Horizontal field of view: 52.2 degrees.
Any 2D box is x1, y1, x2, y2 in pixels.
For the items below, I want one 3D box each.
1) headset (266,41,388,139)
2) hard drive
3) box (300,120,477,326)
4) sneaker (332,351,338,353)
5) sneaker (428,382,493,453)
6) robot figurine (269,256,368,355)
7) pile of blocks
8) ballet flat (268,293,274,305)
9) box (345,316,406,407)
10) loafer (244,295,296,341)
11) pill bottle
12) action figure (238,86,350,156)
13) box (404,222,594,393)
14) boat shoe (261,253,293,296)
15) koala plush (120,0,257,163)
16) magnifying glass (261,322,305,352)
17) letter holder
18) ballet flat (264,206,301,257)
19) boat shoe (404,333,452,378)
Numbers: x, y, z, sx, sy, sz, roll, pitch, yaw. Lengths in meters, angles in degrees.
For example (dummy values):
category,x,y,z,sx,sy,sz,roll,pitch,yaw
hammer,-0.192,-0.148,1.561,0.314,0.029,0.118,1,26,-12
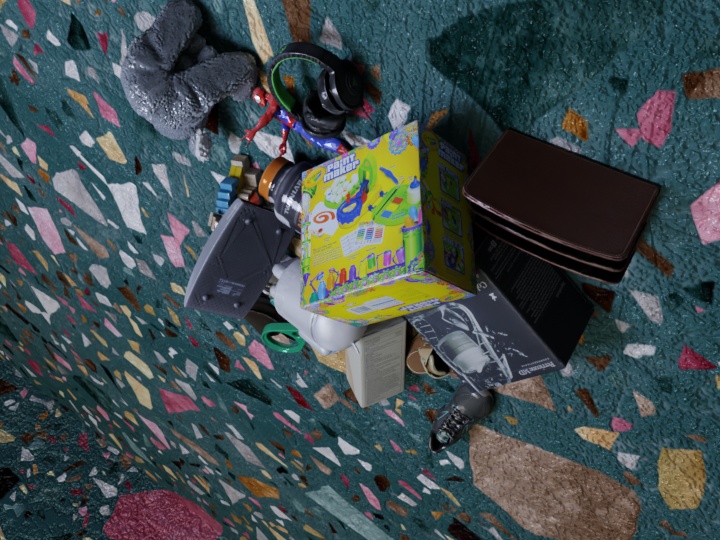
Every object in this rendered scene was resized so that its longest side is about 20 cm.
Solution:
category,x,y,z,sx,sy,sz,roll,pitch,yaw
headset,-0.041,-0.220,1.000,0.198,0.095,0.123,30,147,-13
hard drive,-0.199,-0.019,1.202,0.202,0.133,0.042,-58,46,16
box,0.031,-0.052,0.946,0.197,0.197,0.121,-17,155,37
sneaker,-0.038,0.072,1.317,0.073,0.082,0.203,25,141,24
sneaker,0.178,0.270,1.321,0.075,0.079,0.201,35,143,8
robot figurine,-0.062,0.053,1.186,0.198,0.112,0.173,32,129,34
pile of blocks,-0.206,-0.094,1.236,0.061,0.205,0.082,10,180,19
ballet flat,-0.109,0.063,1.347,0.073,0.075,0.201,23,163,24
box,0.025,0.142,1.302,0.203,0.093,0.078,90,156,-45
loafer,-0.174,0.092,1.393,0.198,0.073,0.072,20,167,-42
pill bottle,-0.062,-0.098,1.139,0.198,0.107,0.107,32,144,14
action figure,-0.095,-0.186,1.086,0.199,0.099,0.065,41,-174,5
box,0.183,0.048,1.046,0.197,0.124,0.199,46,145,-10
boat shoe,-0.153,0.014,1.332,0.073,0.066,0.200,30,164,2
koala plush,-0.281,-0.268,1.135,0.177,0.184,0.200,42,157,-1
magnifying glass,-0.108,0.108,1.320,0.079,0.023,0.198,35,145,-27
letter holder,0.226,-0.058,0.872,0.197,0.143,0.102,26,142,21
ballet flat,-0.134,-0.076,1.285,0.197,0.069,0.064,29,115,14
boat shoe,0.132,0.139,1.230,0.076,0.074,0.199,46,145,-6
